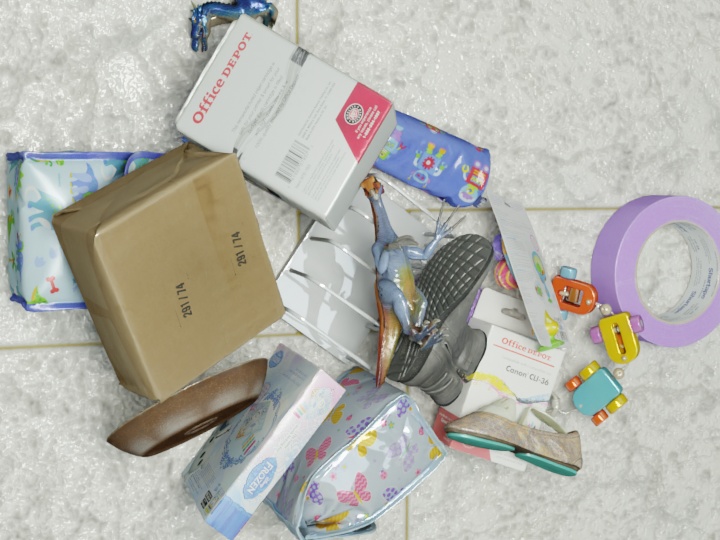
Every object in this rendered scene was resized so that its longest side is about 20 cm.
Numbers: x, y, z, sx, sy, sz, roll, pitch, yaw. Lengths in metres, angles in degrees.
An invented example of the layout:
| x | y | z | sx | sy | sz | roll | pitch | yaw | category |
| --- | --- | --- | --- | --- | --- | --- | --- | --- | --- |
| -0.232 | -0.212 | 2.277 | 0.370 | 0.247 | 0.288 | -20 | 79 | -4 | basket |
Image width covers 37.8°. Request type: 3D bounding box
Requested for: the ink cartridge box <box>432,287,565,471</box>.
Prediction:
| x | y | z | sx | sy | sz | roll | pitch | yaw | category |
| --- | --- | --- | --- | --- | --- | --- | --- | --- | --- |
| 0.181 | 0.136 | 1.331 | 0.115 | 0.067 | 0.204 | 19 | 89 | -20 | ink cartridge box |

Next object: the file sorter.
| x | y | z | sx | sy | sz | roll | pitch | yaw | category |
| --- | --- | --- | --- | --- | --- | --- | --- | --- | --- |
| 0.000 | 0.000 | 1.260 | 0.138 | 0.124 | 0.202 | 35 | 84 | -17 | file sorter |

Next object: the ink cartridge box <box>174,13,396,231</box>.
| x | y | z | sx | sy | sz | roll | pitch | yaw | category |
| --- | --- | --- | --- | --- | --- | --- | --- | --- | --- |
| -0.080 | -0.160 | 1.146 | 0.198 | 0.083 | 0.147 | 31 | 87 | 9 | ink cartridge box |

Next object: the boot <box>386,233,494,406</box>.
| x | y | z | sx | sy | sz | roll | pitch | yaw | category |
| --- | --- | --- | --- | --- | --- | --- | --- | --- | --- |
| 0.113 | 0.058 | 1.243 | 0.131 | 0.070 | 0.201 | 26 | 103 | -48 | boot |

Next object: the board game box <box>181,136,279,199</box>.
| x | y | z | sx | sy | sz | roll | pitch | yaw | category |
| --- | --- | --- | --- | --- | --- | --- | --- | --- | --- |
| -0.088 | -0.158 | 1.212 | 0.198 | 0.045 | 0.136 | 29 | 86 | 9 | board game box |

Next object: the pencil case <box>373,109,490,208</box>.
| x | y | z | sx | sy | sz | roll | pitch | yaw | category |
| --- | --- | --- | --- | --- | --- | --- | --- | --- | --- |
| 0.067 | -0.142 | 1.296 | 0.197 | 0.078 | 0.088 | 21 | 109 | -20 | pencil case |

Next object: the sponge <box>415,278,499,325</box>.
| x | y | z | sx | sy | sz | roll | pitch | yaw | category |
| --- | --- | --- | --- | --- | --- | --- | --- | --- | --- |
| 0.130 | 0.093 | 1.362 | 0.110 | 0.030 | 0.203 | -28 | 104 | -14 | sponge |

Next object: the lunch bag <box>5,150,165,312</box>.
| x | y | z | sx | sy | sz | roll | pitch | yaw | category |
| --- | --- | --- | --- | --- | --- | --- | --- | --- | --- |
| -0.284 | -0.047 | 1.165 | 0.197 | 0.127 | 0.174 | -2 | 96 | -30 | lunch bag |

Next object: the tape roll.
| x | y | z | sx | sy | sz | roll | pitch | yaw | category |
| --- | --- | --- | --- | --- | --- | --- | --- | --- | --- |
| 0.415 | 0.000 | 1.433 | 0.196 | 0.066 | 0.205 | -1 | 94 | -18 | tape roll |

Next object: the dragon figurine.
| x | y | z | sx | sy | sz | roll | pitch | yaw | category |
| --- | --- | --- | --- | --- | --- | --- | --- | --- | --- |
| -0.135 | -0.342 | 1.218 | 0.098 | 0.059 | 0.203 | 20 | 89 | -19 | dragon figurine |

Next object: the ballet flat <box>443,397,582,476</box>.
| x | y | z | sx | sy | sz | roll | pitch | yaw | category |
| --- | --- | --- | --- | --- | --- | --- | --- | --- | --- |
| 0.188 | 0.195 | 1.280 | 0.197 | 0.068 | 0.069 | 21 | 71 | -25 | ballet flat |

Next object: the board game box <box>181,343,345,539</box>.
| x | y | z | sx | sy | sz | roll | pitch | yaw | category |
| --- | --- | --- | --- | --- | --- | --- | --- | --- | --- |
| -0.116 | 0.186 | 1.196 | 0.043 | 0.200 | 0.200 | 39 | 83 | -16 | board game box |

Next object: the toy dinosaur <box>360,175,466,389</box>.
| x | y | z | sx | sy | sz | roll | pitch | yaw | category |
| --- | --- | --- | --- | --- | --- | --- | --- | --- | --- |
| 0.027 | -0.003 | 1.154 | 0.199 | 0.105 | 0.183 | -41 | 67 | 18 | toy dinosaur |

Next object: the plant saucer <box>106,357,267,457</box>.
| x | y | z | sx | sy | sz | roll | pitch | yaw | category |
| --- | --- | --- | --- | --- | --- | --- | --- | --- | --- |
| -0.184 | 0.159 | 1.171 | 0.198 | 0.201 | 0.037 | -27 | 81 | -15 | plant saucer |

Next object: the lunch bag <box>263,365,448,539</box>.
| x | y | z | sx | sy | sz | roll | pitch | yaw | category |
| --- | --- | --- | --- | --- | --- | --- | --- | --- | --- |
| -0.022 | 0.229 | 1.249 | 0.199 | 0.169 | 0.128 | -37 | 108 | -15 | lunch bag |

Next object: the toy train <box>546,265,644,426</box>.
| x | y | z | sx | sy | sz | roll | pitch | yaw | category |
| --- | --- | --- | --- | --- | --- | --- | --- | --- | --- |
| 0.301 | 0.101 | 1.399 | 0.055 | 0.148 | 0.204 | -11 | 110 | -62 | toy train |

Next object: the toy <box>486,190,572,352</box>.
| x | y | z | sx | sy | sz | roll | pitch | yaw | category |
| --- | --- | --- | --- | --- | --- | --- | --- | --- | --- |
| 0.199 | 0.007 | 1.313 | 0.047 | 0.115 | 0.203 | -28 | 71 | 25 | toy |

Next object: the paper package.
| x | y | z | sx | sy | sz | roll | pitch | yaw | category |
| --- | --- | --- | --- | --- | --- | --- | --- | --- | --- |
| -0.193 | -0.002 | 1.094 | 0.189 | 0.103 | 0.203 | -34 | 121 | -30 | paper package |
